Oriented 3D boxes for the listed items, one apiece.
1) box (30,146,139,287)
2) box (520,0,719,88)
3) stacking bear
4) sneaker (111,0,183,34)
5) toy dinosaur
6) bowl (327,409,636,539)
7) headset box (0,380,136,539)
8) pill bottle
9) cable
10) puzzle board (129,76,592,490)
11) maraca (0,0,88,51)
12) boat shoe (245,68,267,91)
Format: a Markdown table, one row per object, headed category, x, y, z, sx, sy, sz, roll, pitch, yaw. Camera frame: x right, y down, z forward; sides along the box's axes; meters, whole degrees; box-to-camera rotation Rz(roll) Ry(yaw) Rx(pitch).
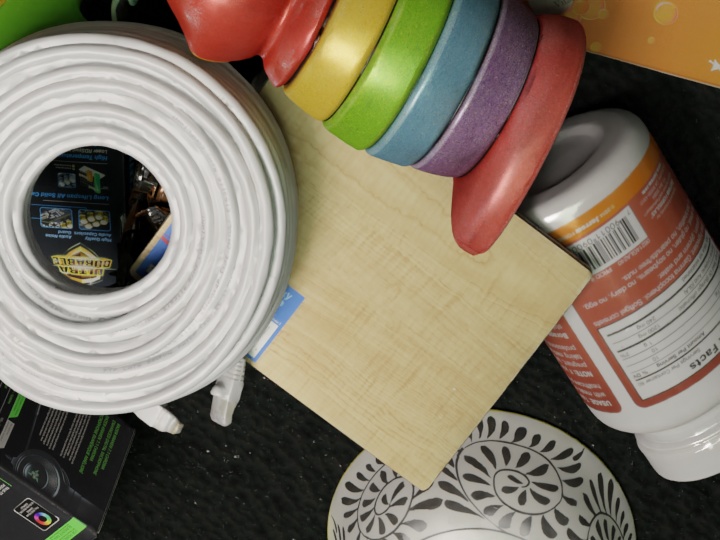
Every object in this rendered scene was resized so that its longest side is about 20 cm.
| category | x | y | z | sx | sy | sz | roll | pitch | yaw |
| --- | --- | --- | --- | --- | --- | --- | --- | --- | --- |
| box | -0.228 | -0.070 | 1.164 | 0.199 | 0.046 | 0.160 | 4 | 119 | 5 |
| box | 0.159 | -0.179 | 1.031 | 0.199 | 0.098 | 0.125 | 15 | 119 | -1 |
| stacking bear | -0.003 | -0.114 | 0.964 | 0.199 | 0.122 | 0.114 | 25 | 123 | -12 |
| sneaker | -0.083 | -0.194 | 1.039 | 0.073 | 0.118 | 0.201 | 11 | 118 | 3 |
| toy dinosaur | -0.094 | -0.026 | 1.136 | 0.101 | 0.136 | 0.200 | -8 | 147 | 4 |
| bowl | 0.072 | 0.195 | 1.245 | 0.199 | 0.094 | 0.202 | 3 | 118 | 6 |
| headset box | -0.261 | 0.121 | 1.221 | 0.200 | 0.093 | 0.174 | 38 | 128 | -19 |
| pill bottle | 0.155 | 0.018 | 1.129 | 0.112 | 0.112 | 0.200 | -26 | 113 | 19 |
| cable | -0.131 | -0.026 | 1.013 | 0.199 | 0.069 | 0.201 | 22 | 102 | 2 |
| puzzle board | 0.000 | 0.000 | 1.057 | 0.200 | 0.017 | 0.151 | 37 | 101 | -5 |
| maraca | -0.228 | -0.168 | 1.067 | 0.199 | 0.138 | 0.107 | 17 | 163 | 5 |
| boat shoe | -0.036 | -0.021 | 1.158 | 0.067 | 0.072 | 0.201 | -4 | 115 | 37 |
